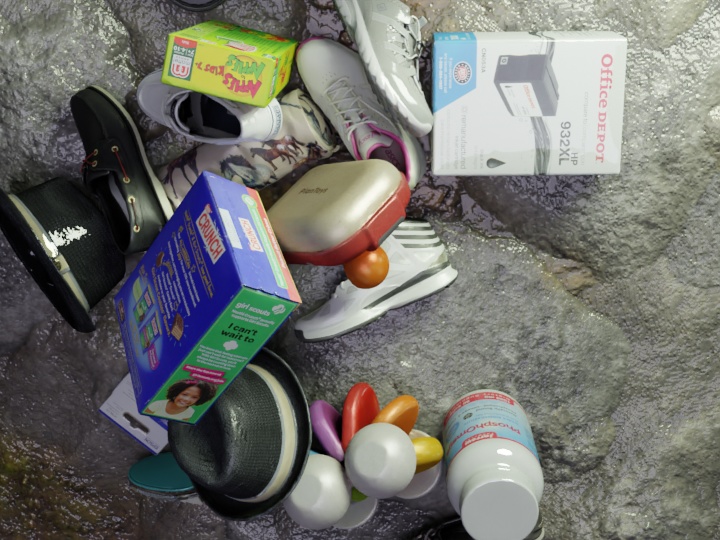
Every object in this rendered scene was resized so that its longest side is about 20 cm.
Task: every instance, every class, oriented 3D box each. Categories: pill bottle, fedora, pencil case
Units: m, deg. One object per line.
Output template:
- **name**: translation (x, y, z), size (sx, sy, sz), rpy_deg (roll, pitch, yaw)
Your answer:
- **pill bottle**: translation (0.150, 0.223, 1.146), size (0.109, 0.200, 0.109), rpy_deg (1, 108, 2)
- **fedora**: translation (-0.331, -0.031, 1.132), size (0.092, 0.201, 0.201), rpy_deg (-35, 105, -22)
- **pencil case**: translation (-0.121, -0.120, 1.113), size (0.200, 0.078, 0.090), rpy_deg (-29, 109, 11)
- **fedora**: translation (-0.151, 0.173, 1.108), size (0.200, 0.092, 0.201), rpy_deg (-8, 74, 29)

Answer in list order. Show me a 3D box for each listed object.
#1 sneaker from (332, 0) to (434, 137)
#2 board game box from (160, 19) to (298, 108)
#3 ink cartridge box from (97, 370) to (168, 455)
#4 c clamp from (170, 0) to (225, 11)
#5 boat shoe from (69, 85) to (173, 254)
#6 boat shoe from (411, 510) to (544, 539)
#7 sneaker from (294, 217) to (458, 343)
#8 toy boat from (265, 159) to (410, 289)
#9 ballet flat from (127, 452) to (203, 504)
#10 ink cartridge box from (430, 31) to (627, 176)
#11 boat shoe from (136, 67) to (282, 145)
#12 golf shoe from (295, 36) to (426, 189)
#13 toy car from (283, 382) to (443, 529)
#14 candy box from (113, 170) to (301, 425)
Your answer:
- **sneaker**: translation (0.036, -0.235, 1.041), size (0.082, 0.075, 0.200), rpy_deg (-24, 79, 2)
- **board game box**: translation (-0.127, -0.213, 1.019), size (0.101, 0.200, 0.048), rpy_deg (14, 108, -2)
- **ink cartridge box**: translation (-0.220, 0.125, 1.219), size (0.095, 0.037, 0.200), rpy_deg (40, 103, -11)
- **c clamp**: translation (-0.158, -0.383, 1.061), size (0.200, 0.027, 0.171), rpy_deg (-41, 107, 13)
- **boat shoe**: translation (-0.270, -0.112, 1.097), size (0.074, 0.063, 0.202), rpy_deg (-37, 77, 51)
- **boat shoe**: translation (0.128, 0.327, 1.249), size (0.200, 0.067, 0.057), rpy_deg (-18, 117, 2)
- **sneaker**: translation (0.000, 0.000, 1.158), size (0.200, 0.076, 0.116), rpy_deg (-25, 96, 2)
- **toy boat**: translation (-0.018, -0.035, 1.065), size (0.131, 0.200, 0.131), rpy_deg (-47, 116, -24)
- **ballet flat**: translation (-0.187, 0.260, 1.247), size (0.200, 0.072, 0.072), rpy_deg (-10, 107, 7)
- **ink cartridge box**: translation (0.176, -0.179, 1.076), size (0.200, 0.084, 0.145), rpy_deg (0, 107, 3)
- **boat shoe**: translation (-0.176, -0.174, 1.059), size (0.200, 0.065, 0.074), rpy_deg (12, 113, 35)
- **golf shoe**: translation (0.002, -0.168, 1.086), size (0.075, 0.092, 0.200), rpy_deg (-38, 101, 15)
- **toy car**: translation (-0.009, 0.214, 1.188), size (0.200, 0.175, 0.150), rpy_deg (-28, 70, 11)
- **candy box**: translation (-0.165, 0.029, 1.035), size (0.077, 0.169, 0.200), rpy_deg (16, 126, -38)
